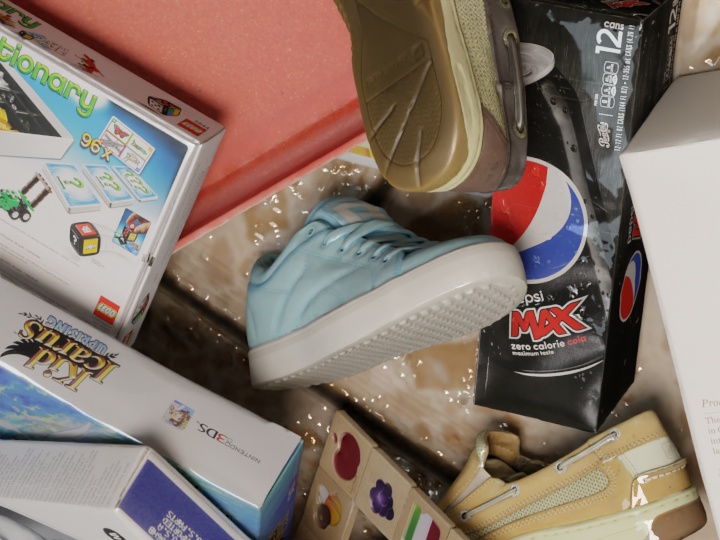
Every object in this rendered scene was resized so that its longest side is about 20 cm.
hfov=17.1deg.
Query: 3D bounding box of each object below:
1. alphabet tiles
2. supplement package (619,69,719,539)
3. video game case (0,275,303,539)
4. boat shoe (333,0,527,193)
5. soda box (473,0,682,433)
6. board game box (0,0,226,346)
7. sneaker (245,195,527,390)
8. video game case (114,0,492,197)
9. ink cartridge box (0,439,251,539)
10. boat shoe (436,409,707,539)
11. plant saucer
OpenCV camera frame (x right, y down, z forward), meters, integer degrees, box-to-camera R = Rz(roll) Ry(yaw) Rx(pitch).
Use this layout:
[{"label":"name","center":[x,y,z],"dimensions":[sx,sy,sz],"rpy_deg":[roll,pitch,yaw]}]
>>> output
[{"label":"alphabet tiles","center":[0.007,0.197,1.173],"dimensions":[0.167,0.008,0.201],"rpy_deg":[43,126,41]},{"label":"supplement package","center":[0.203,0.014,1.052],"dimensions":[0.116,0.117,0.201],"rpy_deg":[-8,107,23]},{"label":"video game case","center":[-0.121,0.094,1.178],"dimensions":[0.181,0.046,0.200],"rpy_deg":[26,155,8]},{"label":"boat shoe","center":[0.030,-0.123,1.041],"dimensions":[0.073,0.065,0.201],"rpy_deg":[-22,66,40]},{"label":"soda box","center":[0.099,-0.032,1.097],"dimensions":[0.063,0.071,0.201],"rpy_deg":[12,113,20]},{"label":"board game box","center":[-0.175,-0.060,1.142],"dimensions":[0.200,0.035,0.127],"rpy_deg":[31,115,10]},{"label":"sneaker","center":[0.000,0.000,1.112],"dimensions":[0.200,0.074,0.082],"rpy_deg":[-22,76,51]},{"label":"video game case","center":[-0.014,-0.144,1.124],"dimensions":[0.199,0.023,0.183],"rpy_deg":[15,114,13]},{"label":"ink cartridge box","center":[-0.108,0.152,1.168],"dimensions":[0.200,0.041,0.200],"rpy_deg":[0,141,50]},{"label":"boat shoe","center":[0.072,0.114,1.166],"dimensions":[0.199,0.072,0.076],"rpy_deg":[-21,88,31]},{"label":"plant saucer","center":[-0.088,-0.124,1.123],"dimensions":[0.199,0.037,0.200],"rpy_deg":[-29,96,29]}]
